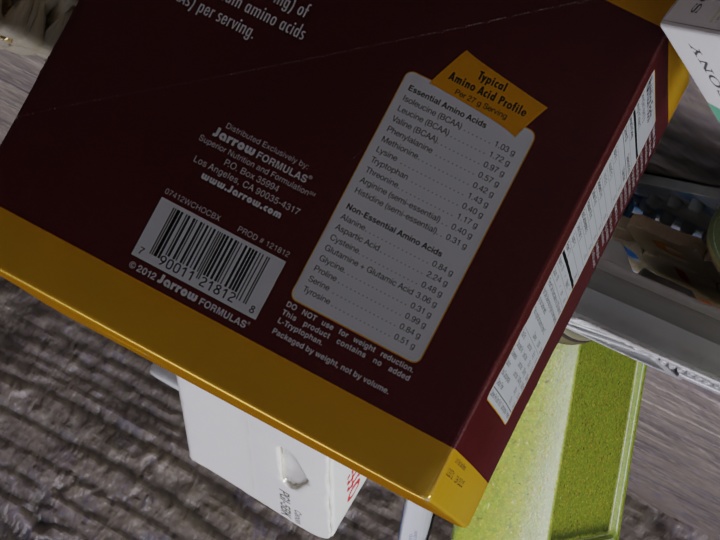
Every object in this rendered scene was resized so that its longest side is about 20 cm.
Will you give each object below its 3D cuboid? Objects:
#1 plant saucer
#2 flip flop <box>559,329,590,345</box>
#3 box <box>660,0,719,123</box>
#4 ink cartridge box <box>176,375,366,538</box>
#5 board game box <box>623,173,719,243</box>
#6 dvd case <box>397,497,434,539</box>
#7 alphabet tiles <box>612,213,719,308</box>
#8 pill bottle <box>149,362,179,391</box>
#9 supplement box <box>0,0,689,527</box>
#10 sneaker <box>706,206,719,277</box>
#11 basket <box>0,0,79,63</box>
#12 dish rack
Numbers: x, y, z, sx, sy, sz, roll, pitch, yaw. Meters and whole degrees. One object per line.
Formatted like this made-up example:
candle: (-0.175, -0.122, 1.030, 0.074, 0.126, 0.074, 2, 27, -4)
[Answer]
plant saucer: (0.119, 0.090, 1.288, 0.047, 0.202, 0.200, 10, -179, 23)
flip flop: (0.146, 0.005, 1.205, 0.057, 0.082, 0.199, -31, 146, 33)
box: (0.197, -0.024, 0.683, 0.199, 0.036, 0.145, 23, 156, 54)
ink cartridge box: (0.000, 0.000, 1.016, 0.082, 0.201, 0.147, 27, 156, 12)
board game box: (0.224, 0.015, 1.102, 0.199, 0.026, 0.200, 32, 173, -28)
dvd case: (0.052, 0.045, 1.207, 0.017, 0.143, 0.201, 14, 138, 6)
alphabet tiles: (0.198, 0.021, 1.075, 0.199, 0.015, 0.196, 26, 174, 23)
pill bottle: (-0.024, -0.012, 1.174, 0.112, 0.201, 0.113, 28, 174, 3)
supplement box: (-0.007, -0.043, 0.823, 0.196, 0.201, 0.133, 27, 174, 12)
sneaker: (0.204, -0.008, 0.864, 0.200, 0.067, 0.090, 33, 162, 48)
basket: (-0.178, -0.173, 0.877, 0.123, 0.137, 0.199, 28, 176, -39)
dish rack: (0.169, 0.037, 1.001, 0.199, 0.044, 0.171, 25, 179, 26)
